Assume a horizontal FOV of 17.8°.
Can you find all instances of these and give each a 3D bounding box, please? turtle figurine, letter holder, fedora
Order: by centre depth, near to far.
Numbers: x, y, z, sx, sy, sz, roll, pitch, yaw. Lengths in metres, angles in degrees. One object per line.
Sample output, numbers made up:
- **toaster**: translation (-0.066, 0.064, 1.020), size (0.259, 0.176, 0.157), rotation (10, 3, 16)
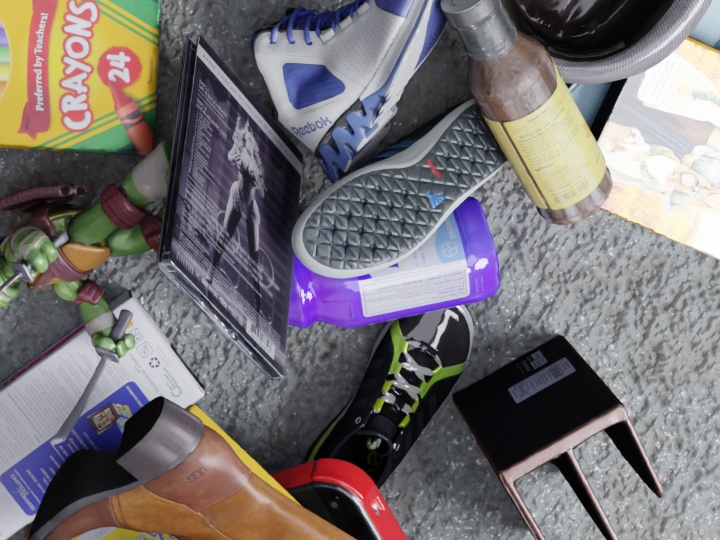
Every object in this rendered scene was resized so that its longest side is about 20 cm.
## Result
- **turtle figurine**: translation (-0.183, 0.010, 1.618), size (0.193, 0.200, 0.144), rotation (-30, 116, 14)
- **fedora**: translation (0.172, -0.234, 1.663), size (0.176, 0.090, 0.201), rotation (28, 104, -1)
- **letter holder**: translation (0.158, 0.154, 1.694), size (0.100, 0.200, 0.143), rotation (-29, 104, 0)

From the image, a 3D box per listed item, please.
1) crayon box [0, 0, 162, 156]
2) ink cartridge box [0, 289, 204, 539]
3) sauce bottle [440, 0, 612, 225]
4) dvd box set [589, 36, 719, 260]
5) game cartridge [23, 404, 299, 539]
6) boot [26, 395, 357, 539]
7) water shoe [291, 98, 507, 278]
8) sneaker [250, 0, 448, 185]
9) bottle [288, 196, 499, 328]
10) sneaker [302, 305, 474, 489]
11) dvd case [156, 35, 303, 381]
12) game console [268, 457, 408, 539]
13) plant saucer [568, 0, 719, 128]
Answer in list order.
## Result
- **crayon box**: translation (-0.244, -0.152, 1.655), size (0.198, 0.051, 0.128), rotation (2, 102, -7)
- **ink cartridge box**: translation (-0.223, 0.111, 1.722), size (0.199, 0.037, 0.095), rotation (-36, 104, -1)
- **sauce bottle**: translation (0.116, -0.121, 1.624), size (0.064, 0.065, 0.201), rotation (-31, 127, 0)
- **dvd box set**: translation (0.269, -0.086, 1.733), size (0.199, 0.029, 0.147), rotation (23, 101, -17)
- **game cartridge**: translation (-0.129, 0.211, 1.709), size (0.176, 0.033, 0.200), rotation (44, 125, -12)
- **boot**: translation (-0.120, 0.193, 1.659), size (0.200, 0.069, 0.188), rotation (39, 120, -21)
- **water shoe**: translation (0.028, -0.053, 1.670), size (0.199, 0.079, 0.072), rotation (-33, 98, -23)
- **sneaker**: translation (-0.016, -0.161, 1.640), size (0.115, 0.081, 0.200), rotation (35, 128, 6)
- **bottle**: translation (0.000, 0.000, 1.702), size (0.198, 0.084, 0.066), rotation (-11, 133, -4)
- **sneaker**: translation (0.026, 0.110, 1.728), size (0.071, 0.083, 0.201), rotation (30, 97, -12)
- **dvd case**: translation (-0.089, -0.045, 1.608), size (0.016, 0.201, 0.149), rotation (-16, 139, 25)
- **game console**: translation (-0.035, 0.239, 1.734), size (0.176, 0.031, 0.201), rotation (-18, 114, 28)
- **plant saucer**: translation (0.212, -0.150, 1.730), size (0.070, 0.019, 0.200), rotation (43, 95, -14)
